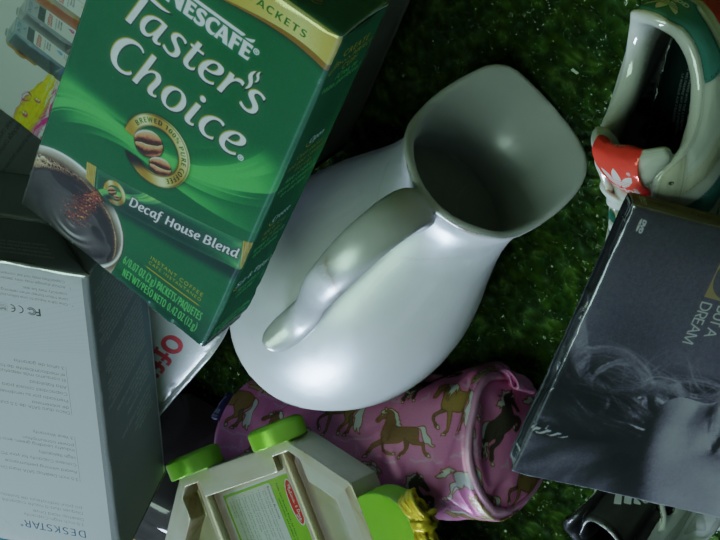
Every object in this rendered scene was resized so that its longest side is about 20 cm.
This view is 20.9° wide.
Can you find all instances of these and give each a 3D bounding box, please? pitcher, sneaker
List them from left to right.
[{"bbox_3d":[0.000,0.000,0.984,0.121,0.172,0.200,53,135,7],"label":"pitcher"},{"bbox_3d":[0.129,-0.031,0.880,0.070,0.093,0.200,20,106,37],"label":"sneaker"},{"bbox_3d":[0.163,0.084,0.950,0.076,0.115,0.201,30,131,20],"label":"sneaker"}]

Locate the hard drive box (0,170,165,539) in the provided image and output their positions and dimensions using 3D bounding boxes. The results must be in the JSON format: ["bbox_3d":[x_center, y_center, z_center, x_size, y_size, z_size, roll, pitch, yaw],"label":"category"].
[{"bbox_3d":[-0.194,0.048,1.038,0.156,0.077,0.200,9,129,11],"label":"hard drive box"}]

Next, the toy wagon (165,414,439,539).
[{"bbox_3d":[-0.025,0.157,1.067,0.200,0.040,0.155,-23,88,39],"label":"toy wagon"}]

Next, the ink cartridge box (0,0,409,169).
[{"bbox_3d":[-0.101,-0.141,0.991,0.200,0.145,0.145,38,134,14],"label":"ink cartridge box"}]

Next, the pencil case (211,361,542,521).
[{"bbox_3d":[0.011,0.096,1.100,0.200,0.083,0.087,-3,115,40],"label":"pencil case"}]

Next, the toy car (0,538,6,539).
[{"bbox_3d":[-0.279,0.105,1.196,0.177,0.200,0.185,-44,44,50],"label":"toy car"}]

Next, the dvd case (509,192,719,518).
[{"bbox_3d":[0.186,0.053,0.886,0.200,0.016,0.149,13,120,-13],"label":"dvd case"}]

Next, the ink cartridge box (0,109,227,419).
[{"bbox_3d":[-0.180,-0.001,1.102,0.200,0.084,0.145,35,130,-9],"label":"ink cartridge box"}]

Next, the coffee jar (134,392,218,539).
[{"bbox_3d":[-0.139,0.171,1.248,0.085,0.104,0.200,31,133,5],"label":"coffee jar"}]

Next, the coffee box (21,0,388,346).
[{"bbox_3d":[-0.077,-0.073,0.883,0.123,0.044,0.200,38,132,10],"label":"coffee box"}]
